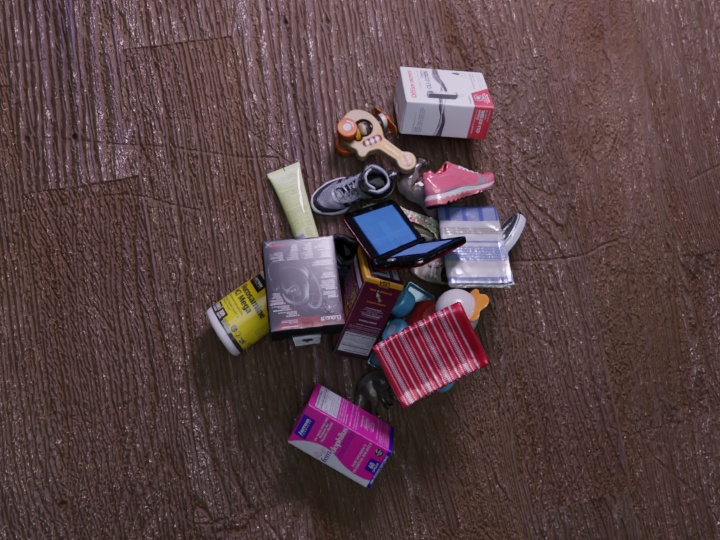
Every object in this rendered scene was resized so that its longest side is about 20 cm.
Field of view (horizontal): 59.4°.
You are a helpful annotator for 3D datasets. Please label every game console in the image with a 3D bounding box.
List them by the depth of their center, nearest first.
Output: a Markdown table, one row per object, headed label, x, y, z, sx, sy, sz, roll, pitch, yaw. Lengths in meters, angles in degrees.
| label | x | y | z | sx | sy | sz | roll | pitch | yaw |
| --- | --- | --- | --- | --- | --- | --- | --- | --- | --- |
| game console | 0.091 | -0.080 | 1.252 | 0.198 | 0.169 | 0.122 | -24 | 104 | -50 |

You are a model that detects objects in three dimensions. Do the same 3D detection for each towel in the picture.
| label | x | y | z | sx | sy | sz | roll | pitch | yaw |
| --- | --- | --- | --- | --- | --- | --- | --- | --- | --- |
| towel | 0.138 | 0.165 | 1.225 | 0.196 | 0.023 | 0.148 | -27 | 102 | 2 |
| towel | 0.240 | -0.051 | 1.341 | 0.142 | 0.024 | 0.205 | 0 | 58 | -7 |

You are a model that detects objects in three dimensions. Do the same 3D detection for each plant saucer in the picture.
| label | x | y | z | sx | sy | sz | roll | pitch | yaw |
| --- | --- | --- | --- | --- | --- | --- | --- | --- | --- |
| plant saucer | 0.090 | 0.131 | 1.399 | 0.069 | 0.019 | 0.204 | 29 | 81 | -3 |

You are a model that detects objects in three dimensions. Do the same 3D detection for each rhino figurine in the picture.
| label | x | y | z | sx | sy | sz | roll | pitch | yaw |
| --- | --- | --- | --- | --- | --- | --- | --- | --- | --- |
| rhino figurine | 0.164 | -0.166 | 1.415 | 0.198 | 0.060 | 0.089 | 36 | 76 | -10 |

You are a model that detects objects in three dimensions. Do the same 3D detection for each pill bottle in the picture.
| label | x | y | z | sx | sy | sz | roll | pitch | yaw |
| --- | --- | --- | --- | --- | --- | --- | --- | --- | --- |
| pill bottle | -0.212 | 0.075 | 1.317 | 0.198 | 0.112 | 0.114 | -36 | 90 | -9 |

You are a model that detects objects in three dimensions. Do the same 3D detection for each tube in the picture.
| label | x | y | z | sx | sy | sz | roll | pitch | yaw |
| --- | --- | --- | --- | --- | --- | --- | --- | --- | --- |
| tube | -0.136 | -0.131 | 1.381 | 0.057 | 0.051 | 0.205 | -15 | 83 | -41 |

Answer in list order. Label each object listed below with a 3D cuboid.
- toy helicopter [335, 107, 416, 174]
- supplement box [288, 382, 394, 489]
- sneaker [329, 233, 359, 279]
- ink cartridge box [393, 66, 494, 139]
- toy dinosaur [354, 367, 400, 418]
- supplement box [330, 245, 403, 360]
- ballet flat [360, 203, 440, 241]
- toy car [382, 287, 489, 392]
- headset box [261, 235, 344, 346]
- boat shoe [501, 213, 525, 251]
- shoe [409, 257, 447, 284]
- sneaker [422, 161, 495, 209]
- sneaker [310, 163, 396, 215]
| label | x | y | z | sx | sy | sz | roll | pitch | yaw |
| --- | --- | --- | --- | --- | --- | --- | --- | --- | --- |
| toy helicopter | 0.045 | -0.286 | 1.391 | 0.198 | 0.079 | 0.133 | 36 | 69 | 9 |
| supplement box | -0.038 | 0.340 | 1.308 | 0.196 | 0.104 | 0.103 | 30 | 107 | -2 |
| sneaker | -0.001 | 0.001 | 1.352 | 0.077 | 0.111 | 0.201 | -42 | 91 | -9 |
| ink cartridge box | 0.178 | -0.369 | 1.389 | 0.193 | 0.085 | 0.147 | 1 | 46 | -7 |
| toy dinosaur | 0.043 | 0.253 | 1.361 | 0.198 | 0.077 | 0.104 | -34 | 86 | 23 |
| supplement box | 0.006 | 0.069 | 1.293 | 0.083 | 0.112 | 0.204 | 13 | 122 | -18 |
| ballet flat | 0.093 | -0.099 | 1.388 | 0.194 | 0.077 | 0.065 | 11 | 42 | -6 |
| toy car | 0.175 | 0.112 | 1.283 | 0.184 | 0.198 | 0.180 | 41 | 36 | -24 |
| headset box | -0.114 | 0.044 | 1.237 | 0.144 | 0.077 | 0.206 | -6 | 72 | -11 |
| boat shoe | 0.291 | -0.058 | 1.414 | 0.071 | 0.072 | 0.201 | 41 | 83 | -6 |
| shoe | 0.200 | -0.004 | 1.378 | 0.194 | 0.053 | 0.072 | 5 | 94 | 16 |
| sneaker | 0.215 | -0.198 | 1.368 | 0.196 | 0.073 | 0.089 | -20 | 94 | -30 |
| sneaker | -0.014 | -0.180 | 1.365 | 0.194 | 0.114 | 0.078 | -17 | 87 | -8 |
